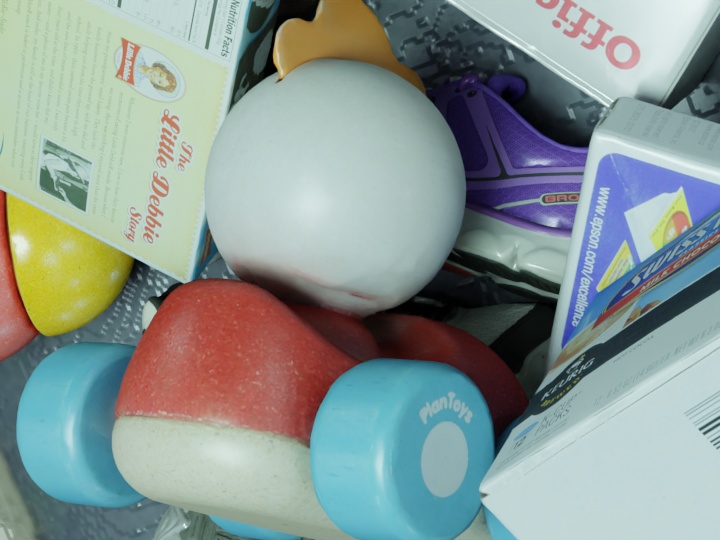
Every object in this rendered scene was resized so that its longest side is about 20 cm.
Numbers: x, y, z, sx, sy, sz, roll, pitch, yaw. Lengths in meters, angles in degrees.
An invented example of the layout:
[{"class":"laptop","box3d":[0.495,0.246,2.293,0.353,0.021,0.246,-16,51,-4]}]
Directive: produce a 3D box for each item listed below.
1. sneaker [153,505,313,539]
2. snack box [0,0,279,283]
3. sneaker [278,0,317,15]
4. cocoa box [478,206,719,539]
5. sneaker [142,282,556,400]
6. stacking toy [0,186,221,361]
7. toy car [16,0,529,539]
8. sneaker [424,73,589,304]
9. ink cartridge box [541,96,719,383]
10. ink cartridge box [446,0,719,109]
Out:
[{"class":"sneaker","box3d":[0.003,0.142,0.969,0.199,0.078,0.099,11,153,28]},{"class":"snack box","box3d":[-0.094,-0.089,0.865,0.116,0.037,0.200,27,140,8]},{"class":"sneaker","box3d":[-0.028,-0.150,0.922,0.200,0.071,0.076,-33,115,25]},{"class":"cocoa box","box3d":[0.165,0.079,0.733,0.200,0.131,0.133,46,129,-7]},{"class":"sneaker","box3d":[-0.009,0.029,0.947,0.199,0.076,0.088,-11,100,24]},{"class":"stacking toy","box3d":[-0.149,-0.011,0.985,0.199,0.146,0.147,-4,103,5]},{"class":"toy car","box3d":[0.000,0.000,0.826,0.184,0.177,0.201,2,78,43]},{"class":"sneaker","box3d":[0.027,-0.047,0.925,0.199,0.081,0.084,18,81,22]},{"class":"ink cartridge box","box3d":[0.166,0.052,0.828,0.199,0.043,0.199,20,128,15]},{"class":"ink cartridge box","box3d":[0.107,-0.179,0.836,0.145,0.084,0.200,35,114,11]}]
